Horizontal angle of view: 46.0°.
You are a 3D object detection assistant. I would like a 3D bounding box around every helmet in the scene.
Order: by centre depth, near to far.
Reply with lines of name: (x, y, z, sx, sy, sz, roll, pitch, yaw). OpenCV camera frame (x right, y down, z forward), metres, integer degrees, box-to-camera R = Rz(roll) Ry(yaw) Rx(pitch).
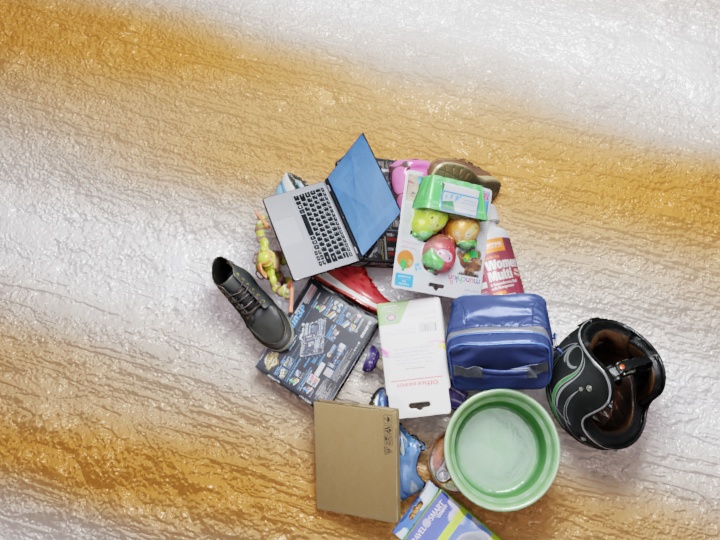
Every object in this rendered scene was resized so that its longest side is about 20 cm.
helmet: (0.415, 0.204, 1.474, 0.196, 0.193, 0.202, 9, 39, -8)

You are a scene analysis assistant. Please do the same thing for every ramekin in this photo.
ramekin: (0.240, 0.311, 1.471, 0.196, 0.098, 0.204, -1, 78, 3)

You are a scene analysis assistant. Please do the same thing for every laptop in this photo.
laptop: (-0.056, -0.113, 1.494, 0.197, 0.117, 0.189, -17, 59, -13)

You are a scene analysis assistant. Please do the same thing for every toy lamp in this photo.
toy lamp: (0.101, 0.202, 1.559, 0.197, 0.058, 0.059, 22, 80, 9)

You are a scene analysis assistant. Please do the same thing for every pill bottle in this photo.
pill bottle: (0.233, -0.012, 1.567, 0.108, 0.110, 0.204, -14, 79, 0)

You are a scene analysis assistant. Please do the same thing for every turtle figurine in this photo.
turtle figurine: (-0.162, -0.003, 1.559, 0.063, 0.161, 0.203, -23, 78, 0)

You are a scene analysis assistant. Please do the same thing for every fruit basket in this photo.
fruit basket: (0.148, -0.058, 1.466, 0.182, 0.093, 0.204, 10, 80, -25)

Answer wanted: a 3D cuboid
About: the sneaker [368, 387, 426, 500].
sneaker: (0.069, 0.309, 1.536, 0.088, 0.079, 0.204, -15, 86, -8)

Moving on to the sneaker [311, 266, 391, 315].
sneaker: (0.000, 0.000, 1.595, 0.198, 0.078, 0.117, 30, 83, 7)

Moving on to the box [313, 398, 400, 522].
box: (-0.007, 0.334, 1.497, 0.161, 0.021, 0.204, 3, 100, 25)

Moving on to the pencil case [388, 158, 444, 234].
pencil case: (0.113, -0.107, 1.558, 0.092, 0.091, 0.204, -12, 84, -4)

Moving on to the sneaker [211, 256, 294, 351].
sneaker: (-0.205, 0.064, 1.552, 0.075, 0.106, 0.200, -44, 62, 1)

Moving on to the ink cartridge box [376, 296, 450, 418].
ink cartridge box: (0.098, 0.155, 1.502, 0.115, 0.067, 0.204, -7, 84, 7)

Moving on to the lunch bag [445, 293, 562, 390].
lunch bag: (0.247, 0.133, 1.459, 0.196, 0.137, 0.134, -3, 47, 14)

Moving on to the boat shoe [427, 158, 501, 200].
boat shoe: (0.182, -0.172, 1.574, 0.072, 0.198, 0.068, -55, 54, 21)

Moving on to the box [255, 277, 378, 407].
box: (-0.079, 0.140, 1.585, 0.157, 0.046, 0.202, 30, 82, 9)

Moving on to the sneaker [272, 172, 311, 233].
sneaker: (-0.115, -0.086, 1.613, 0.090, 0.078, 0.202, -42, 55, 25)

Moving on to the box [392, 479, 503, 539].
box: (0.166, 0.484, 1.503, 0.199, 0.048, 0.123, 38, 82, 9)

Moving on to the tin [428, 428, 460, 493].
tin: (0.210, 0.316, 1.539, 0.199, 0.042, 0.112, -41, 75, -6)

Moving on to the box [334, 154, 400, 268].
box: (0.037, -0.109, 1.590, 0.155, 0.050, 0.204, 1, 77, -32)
